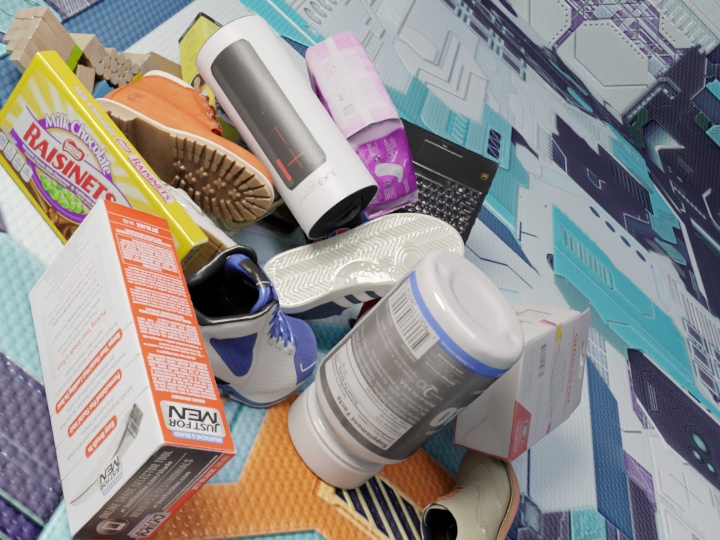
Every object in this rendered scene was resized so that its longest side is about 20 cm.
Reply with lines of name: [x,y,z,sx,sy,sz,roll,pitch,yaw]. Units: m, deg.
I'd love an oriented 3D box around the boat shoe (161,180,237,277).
boat shoe: [-0.163,-0.040,0.862,0.199,0.071,0.070,37,27,-14]

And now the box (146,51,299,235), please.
box: [-0.152,-0.138,1.069,0.162,0.021,0.202,22,35,-41]

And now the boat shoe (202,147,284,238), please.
boat shoe: [-0.083,-0.097,0.974,0.074,0.062,0.201,55,54,-24]

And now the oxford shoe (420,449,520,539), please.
oxford shoe: [0.096,0.217,0.891,0.073,0.071,0.201,37,28,-12]

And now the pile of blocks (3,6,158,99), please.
pile of blocks: [-0.270,-0.185,0.940,0.061,0.084,0.199,9,-1,27]

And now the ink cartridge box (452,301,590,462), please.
ink cartridge box: [0.169,0.102,1.001,0.067,0.119,0.199,12,14,30]

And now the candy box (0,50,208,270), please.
candy box: [-0.214,-0.066,0.787,0.201,0.102,0.026,49,27,7]

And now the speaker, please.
speaker: [-0.067,-0.131,0.908,0.202,0.081,0.081,57,28,11]

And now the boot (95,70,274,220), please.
boot: [-0.148,-0.122,0.905,0.198,0.076,0.107,28,45,14]

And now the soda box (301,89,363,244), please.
soda box: [-0.051,-0.104,1.083,0.071,0.062,0.202,79,-8,-52]

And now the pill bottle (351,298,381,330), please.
pill bottle: [0.051,0.059,0.996,0.112,0.112,0.201,42,27,-8]

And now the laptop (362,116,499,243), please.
laptop: [0.060,-0.097,1.169,0.175,0.202,0.103,25,-18,3]

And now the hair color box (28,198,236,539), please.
hair color box: [-0.162,0.066,0.674,0.063,0.111,0.202,18,39,-42]

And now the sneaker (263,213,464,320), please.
sneaker: [0.000,0.000,0.942,0.085,0.196,0.076,107,-28,-73]

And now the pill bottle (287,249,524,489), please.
pill bottle: [0.033,0.088,0.829,0.113,0.200,0.115,33,29,-21]

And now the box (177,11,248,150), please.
box: [-0.150,-0.195,1.070,0.075,0.050,0.202,27,32,-36]

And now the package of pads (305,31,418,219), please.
package of pads: [-0.002,-0.167,1.111,0.201,0.074,0.122,-112,-177,-47]

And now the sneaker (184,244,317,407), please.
sneaker: [-0.091,0.045,0.802,0.198,0.115,0.081,10,44,-50]
